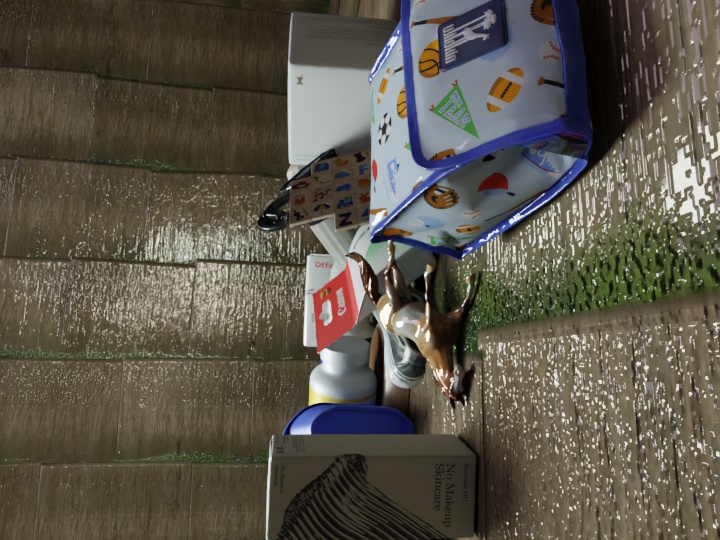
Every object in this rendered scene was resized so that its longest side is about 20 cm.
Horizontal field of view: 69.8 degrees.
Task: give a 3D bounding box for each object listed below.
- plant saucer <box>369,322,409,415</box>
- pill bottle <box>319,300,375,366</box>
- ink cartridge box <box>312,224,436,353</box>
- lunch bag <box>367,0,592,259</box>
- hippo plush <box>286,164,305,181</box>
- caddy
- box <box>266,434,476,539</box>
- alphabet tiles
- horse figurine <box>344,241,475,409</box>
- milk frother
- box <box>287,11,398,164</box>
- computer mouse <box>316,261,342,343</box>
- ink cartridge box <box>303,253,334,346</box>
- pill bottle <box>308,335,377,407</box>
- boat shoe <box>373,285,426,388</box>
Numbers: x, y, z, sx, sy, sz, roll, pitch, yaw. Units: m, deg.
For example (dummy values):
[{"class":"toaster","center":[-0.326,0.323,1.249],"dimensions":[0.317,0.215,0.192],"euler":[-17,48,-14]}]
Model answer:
[{"class":"plant saucer","center":[0.042,0.167,0.855],"dimensions":[0.200,0.036,0.206],"euler":[-178,90,-81]},{"class":"pill bottle","center":[-0.026,0.162,1.060],"dimensions":[0.116,0.113,0.205],"euler":[-130,43,-78]},{"class":"ink cartridge box","center":[0.000,0.000,0.717],"dimensions":[0.050,0.198,0.162],"euler":[49,-169,-25]},{"class":"lunch bag","center":[0.079,-0.124,0.385],"dimensions":[0.200,0.121,0.174],"euler":[144,129,-62]},{"class":"hippo plush","center":[-0.044,-0.172,1.030],"dimensions":[0.158,0.159,0.204],"euler":[-9,-60,-61]},{"class":"caddy","center":[-0.016,0.260,0.724],"dimensions":[0.105,0.196,0.145],"euler":[149,126,-60]},{"class":"box","center":[0.009,0.208,0.500],"dimensions":[0.068,0.195,0.084],"euler":[172,99,-81]},{"class":"alphabet tiles","center":[-0.008,-0.120,0.743],"dimensions":[0.008,0.196,0.169],"euler":[69,-169,-45]},{"class":"horse figurine","center":[0.058,0.040,0.573],"dimensions":[0.199,0.049,0.135],"euler":[32,129,46]},{"class":"milk frother","center":[-0.054,-0.071,0.852],"dimensions":[0.189,0.200,0.180],"euler":[52,161,-17]},{"class":"box","center":[-0.031,-0.315,0.915],"dimensions":[0.202,0.194,0.174],"euler":[100,169,-48]},{"class":"computer mouse","center":[-0.042,0.038,0.972],"dimensions":[0.110,0.043,0.203],"euler":[120,164,-51]},{"class":"ink cartridge box","center":[-0.055,0.068,1.177],"dimensions":[0.083,0.143,0.205],"euler":[180,93,-82]},{"class":"pill bottle","center":[-0.029,0.215,0.835],"dimensions":[0.112,0.109,0.205],"euler":[-123,35,-76]},{"class":"boat shoe","center":[0.061,0.055,0.681],"dimensions":[0.202,0.071,0.072],"euler":[-102,32,-46]}]
